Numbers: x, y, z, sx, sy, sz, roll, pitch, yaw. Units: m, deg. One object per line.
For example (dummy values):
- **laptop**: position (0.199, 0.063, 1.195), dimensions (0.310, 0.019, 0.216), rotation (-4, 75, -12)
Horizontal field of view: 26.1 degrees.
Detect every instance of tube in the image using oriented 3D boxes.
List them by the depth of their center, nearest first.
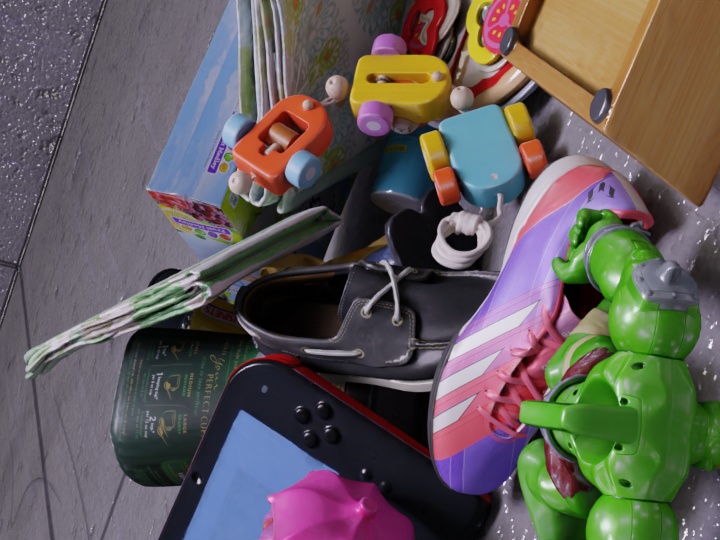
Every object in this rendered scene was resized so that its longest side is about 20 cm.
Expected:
- **tube**: position (0.057, -0.137, 1.105), dimensions (0.077, 0.050, 0.202), rotation (-7, 63, 55)

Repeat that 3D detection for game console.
- **game console**: position (-0.032, 0.167, 0.948), dimensions (0.031, 0.176, 0.201), rotation (-23, -37, -59)

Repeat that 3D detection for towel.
- **towel**: position (-0.120, 0.014, 1.036), dimensions (0.199, 0.024, 0.152), rotation (-24, 5, 41)
- **towel**: position (-0.018, -0.149, 1.082), dimensions (0.200, 0.048, 0.173), rotation (-37, -43, -50)

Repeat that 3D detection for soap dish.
- **soap dish**: position (0.150, -0.140, 0.792), dimensions (0.200, 0.081, 0.158), rotation (-121, 50, -66)

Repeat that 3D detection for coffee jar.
- **coffee jar**: position (-0.058, 0.091, 1.024), dimensions (0.085, 0.198, 0.105), rotation (62, -149, -58)

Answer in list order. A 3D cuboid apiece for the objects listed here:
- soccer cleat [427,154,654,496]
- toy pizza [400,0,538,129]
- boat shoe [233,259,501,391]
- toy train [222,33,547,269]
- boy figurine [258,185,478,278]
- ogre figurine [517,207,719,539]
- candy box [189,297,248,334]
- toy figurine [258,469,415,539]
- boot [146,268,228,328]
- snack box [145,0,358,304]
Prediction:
- **soccer cleat**: position (0.094, 0.039, 0.830), dimensions (0.201, 0.068, 0.073), rotation (-67, 25, 13)
- **toy pizza**: position (0.083, -0.190, 1.024), dimensions (0.200, 0.032, 0.202), rotation (-32, 48, 44)
- **boat shoe**: position (0.016, 0.027, 0.924), dimensions (0.199, 0.068, 0.072), rotation (-4, 52, 30)
- **toy train**: position (0.019, -0.066, 0.973), dimensions (0.151, 0.199, 0.056), rotation (-51, -29, -21)
- **boy figurine**: position (0.000, 0.000, 1.066), dimensions (0.124, 0.065, 0.199), rotation (-36, 9, -33)
- **ogre figurine**: position (0.114, 0.073, 0.702), dimensions (0.201, 0.098, 0.120), rotation (-64, 7, -7)
- **candy box**: position (-0.088, 0.090, 1.163), dimensions (0.200, 0.102, 0.027), rotation (112, -176, -58)
- **toy figurine**: position (-0.035, 0.205, 0.893), dimensions (0.199, 0.149, 0.186), rotation (9, 85, 57)
- **boot**: position (-0.152, 0.061, 1.459), dimensions (0.168, 0.076, 0.202), rotation (130, 143, -55)
- **snack box**: position (-0.070, -0.080, 1.169), dimensions (0.200, 0.067, 0.170), rotation (61, -134, -62)
